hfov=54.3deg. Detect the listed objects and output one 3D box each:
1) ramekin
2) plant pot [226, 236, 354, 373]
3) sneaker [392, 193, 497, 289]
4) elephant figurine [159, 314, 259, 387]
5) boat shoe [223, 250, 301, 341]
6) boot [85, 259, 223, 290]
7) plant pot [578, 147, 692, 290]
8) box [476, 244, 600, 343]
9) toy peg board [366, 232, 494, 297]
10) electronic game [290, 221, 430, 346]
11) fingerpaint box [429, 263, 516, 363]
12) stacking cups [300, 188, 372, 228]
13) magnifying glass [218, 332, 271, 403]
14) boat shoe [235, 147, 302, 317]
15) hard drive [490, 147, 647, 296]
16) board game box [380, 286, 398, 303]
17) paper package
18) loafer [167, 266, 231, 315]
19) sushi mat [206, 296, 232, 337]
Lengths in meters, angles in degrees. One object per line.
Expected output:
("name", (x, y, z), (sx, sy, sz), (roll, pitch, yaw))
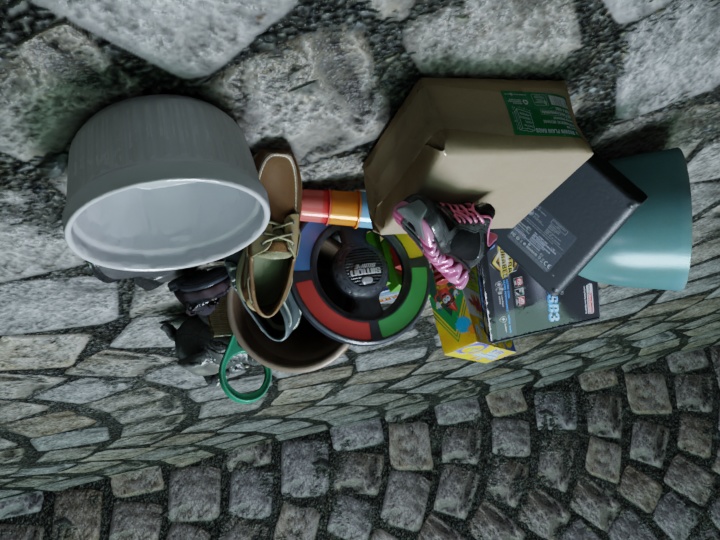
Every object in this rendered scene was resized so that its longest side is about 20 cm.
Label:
("ramekin", (-0.197, -0.087, 0.706), (0.198, 0.106, 0.200), (-13, 160, -5))
("plant pot", (-0.078, 0.043, 1.044), (0.198, 0.202, 0.175), (-17, 176, 8))
("sneaker", (0.103, -0.050, 0.779), (0.095, 0.079, 0.200), (-40, 155, 7))
("elephant figurine", (-0.236, 0.118, 1.164), (0.154, 0.143, 0.200), (-24, 178, -17))
("boat shoe", (-0.133, 0.002, 0.893), (0.072, 0.062, 0.201), (-16, 117, 17))
("boot", (-0.251, -0.033, 0.885), (0.130, 0.070, 0.200), (-20, 172, 8))
("plant pot", (0.374, -0.069, 1.014), (0.159, 0.203, 0.201), (-2, 163, 16))
("box", (0.298, 0.008, 1.184), (0.196, 0.202, 0.050), (-11, -157, -1))
("toy peg board", (0.108, -0.035, 1.054), (0.198, 0.099, 0.199), (-24, 158, 27))
("electronic game", (0.000, 0.000, 0.925), (0.198, 0.202, 0.042), (-6, 164, -21))
("fingerpaint box", (0.205, 0.078, 1.319), (0.073, 0.168, 0.199), (-24, 159, 26))
("stacking cups", (0.014, -0.074, 0.910), (0.198, 0.061, 0.061), (2, 157, -10))
("magnifying glass", (-0.181, 0.101, 1.073), (0.079, 0.202, 0.022), (0, 158, -24))
("boat shoe", (-0.099, -0.038, 0.810), (0.075, 0.074, 0.202), (-3, 118, -22))
("hard drive", (0.268, -0.074, 0.945), (0.033, 0.140, 0.201), (-32, 161, -38))
("board game box", (0.015, 0.039, 1.256), (0.198, 0.035, 0.135), (-16, 169, 5))
("paper package", (0.127, -0.128, 0.814), (0.198, 0.104, 0.191), (-4, 158, -23))
("loafer", (-0.216, 0.034, 0.975), (0.071, 0.064, 0.200), (-25, -169, -24))
("sushi mat", (-0.153, 0.059, 1.139), (0.198, 0.096, 0.012), (-4, 144, -26))
